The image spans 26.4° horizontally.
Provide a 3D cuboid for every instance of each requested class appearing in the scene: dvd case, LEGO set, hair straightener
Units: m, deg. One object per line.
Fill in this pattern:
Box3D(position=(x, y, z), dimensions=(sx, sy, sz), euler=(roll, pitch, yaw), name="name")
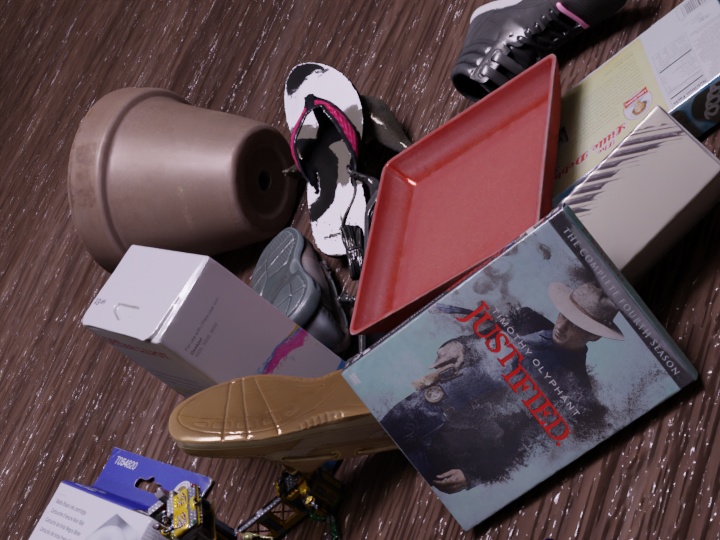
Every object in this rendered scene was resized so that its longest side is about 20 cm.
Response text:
Box3D(position=(0.104, 0.069, 1.038), dimensions=(0.200, 0.146, 0.022), euler=(-37, 2, 21), name="dvd case")
Box3D(position=(-0.090, 0.217, 1.155), dimensions=(0.154, 0.116, 0.200), euler=(-34, 34, 27), name="LEGO set")
Box3D(position=(0.000, 0.000, 1.301), dimensions=(0.077, 0.041, 0.200), euler=(-35, 52, 33), name="hair straightener")

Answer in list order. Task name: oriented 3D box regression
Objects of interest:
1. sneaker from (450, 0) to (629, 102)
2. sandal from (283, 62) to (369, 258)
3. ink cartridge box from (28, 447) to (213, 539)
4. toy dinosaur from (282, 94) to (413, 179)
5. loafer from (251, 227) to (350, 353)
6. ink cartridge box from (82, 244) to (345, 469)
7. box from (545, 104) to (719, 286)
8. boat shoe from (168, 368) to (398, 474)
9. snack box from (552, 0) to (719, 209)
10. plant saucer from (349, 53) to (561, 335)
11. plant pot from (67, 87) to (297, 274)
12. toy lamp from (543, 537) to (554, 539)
Box3D(position=(0.154, -0.196, 1.323), dimensions=(0.200, 0.071, 0.099), euler=(-15, 48, 54), name="sneaker")
Box3D(position=(-0.030, -0.109, 1.411), dimensions=(0.075, 0.045, 0.200), euler=(-18, 66, 17), name="sandal")
Box3D(position=(-0.242, 0.253, 1.398), dimensions=(0.199, 0.041, 0.200), euler=(3, 60, 55), name="ink cartridge box")
Box3D(position=(-0.017, -0.131, 1.473), dimensions=(0.200, 0.077, 0.103), euler=(-12, 62, 53), name="toy dinosaur")
Box3D(position=(-0.052, 0.023, 1.374), dimensions=(0.072, 0.063, 0.200), euler=(-49, 19, 10), name="loafer")
Box3D(position=(-0.108, 0.069, 1.255), dimensions=(0.144, 0.200, 0.085), euler=(8, 64, 56), name="ink cartridge box")
Box3D(position=(0.166, -0.017, 1.078), dimensions=(0.200, 0.082, 0.068), euler=(-46, 73, 8), name="box")
Box3D(position=(-0.042, 0.121, 1.161), dimensions=(0.199, 0.069, 0.074), euler=(-7, 38, 0), name="boat shoe")
Box3D(position=(0.212, -0.124, 1.191), dimensions=(0.200, 0.037, 0.116), euler=(-37, 31, 23), name="snack box")
Box3D(position=(0.084, -0.052, 1.217), dimensions=(0.199, 0.037, 0.200), euler=(-31, 34, 37), name="plant saucer")
Box3D(position=(-0.165, -0.089, 1.539), dimensions=(0.174, 0.200, 0.201), euler=(0, 56, 33), name="plant pot")
Box3D(position=(0.055, 0.244, 0.991), dimensions=(0.200, 0.058, 0.058), euler=(-40, 32, 20), name="toy lamp")
